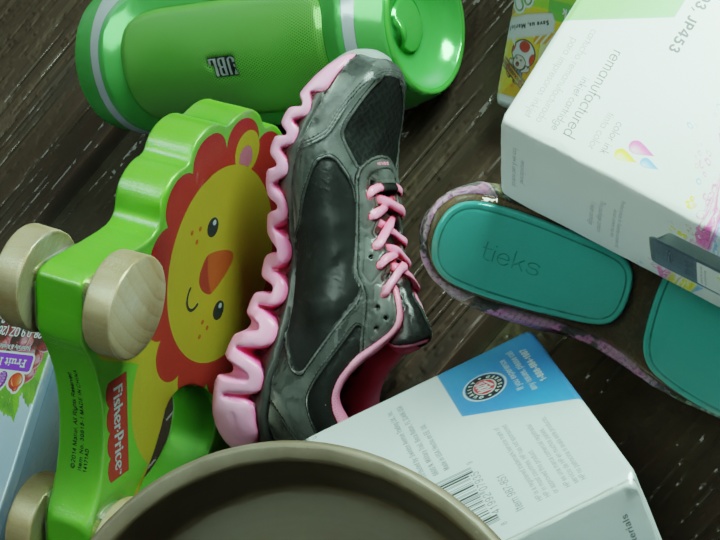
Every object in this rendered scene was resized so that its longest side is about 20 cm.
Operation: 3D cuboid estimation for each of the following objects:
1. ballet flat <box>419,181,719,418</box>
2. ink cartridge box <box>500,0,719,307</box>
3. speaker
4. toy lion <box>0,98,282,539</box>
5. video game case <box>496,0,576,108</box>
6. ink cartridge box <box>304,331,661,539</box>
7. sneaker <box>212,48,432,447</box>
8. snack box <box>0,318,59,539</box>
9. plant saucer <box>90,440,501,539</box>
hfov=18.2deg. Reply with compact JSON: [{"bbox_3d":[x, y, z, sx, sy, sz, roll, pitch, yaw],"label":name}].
[{"bbox_3d":[0.121,0.011,0.954,0.198,0.071,0.070,21,104,8],"label":"ballet flat"},{"bbox_3d":[0.168,-0.045,0.896,0.199,0.067,0.118,28,70,13],"label":"ink cartridge box"},{"bbox_3d":[-0.048,-0.117,1.144,0.199,0.088,0.089,-3,66,35],"label":"speaker"},{"bbox_3d":[-0.088,0.028,1.060,0.068,0.191,0.202,15,117,26],"label":"toy lion"},{"bbox_3d":[0.155,-0.142,1.002,0.199,0.023,0.184,20,106,40],"label":"video game case"},{"bbox_3d":[0.013,0.125,0.904,0.199,0.084,0.145,-25,25,-2],"label":"ink cartridge box"},{"bbox_3d":[0.000,0.000,1.048,0.095,0.079,0.202,18,100,33],"label":"sneaker"},{"bbox_3d":[-0.230,0.100,1.181,0.199,0.068,0.170,4,70,38],"label":"snack box"},{"bbox_3d":[-0.020,0.160,0.790,0.198,0.029,0.202,0,90,15],"label":"plant saucer"}]
